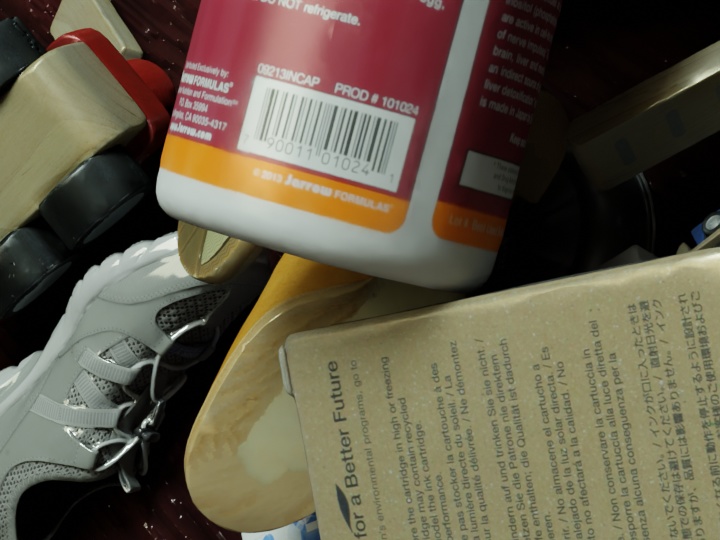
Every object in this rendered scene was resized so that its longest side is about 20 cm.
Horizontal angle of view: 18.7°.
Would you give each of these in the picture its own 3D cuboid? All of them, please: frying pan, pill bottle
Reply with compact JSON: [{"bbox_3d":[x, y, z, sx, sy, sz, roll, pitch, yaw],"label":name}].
[{"bbox_3d":[0.040,-0.016,0.883,0.190,0.031,0.116,26,88,45],"label":"frying pan"},{"bbox_3d":[0.011,-0.102,0.692,0.113,0.112,0.201,18,93,48],"label":"pill bottle"}]

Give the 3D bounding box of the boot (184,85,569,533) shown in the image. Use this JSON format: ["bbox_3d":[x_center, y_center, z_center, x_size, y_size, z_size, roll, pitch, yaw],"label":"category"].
[{"bbox_3d":[0.000,-0.001,0.826,0.202,0.071,0.144,-52,16,1],"label":"boot"}]

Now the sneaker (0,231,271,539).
[{"bbox_3d":[-0.103,0.057,0.966,0.200,0.074,0.082,-42,60,28],"label":"sneaker"}]

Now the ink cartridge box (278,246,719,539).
[{"bbox_3d":[0.076,0.102,0.679,0.164,0.075,0.202,-11,88,33],"label":"ink cartridge box"}]

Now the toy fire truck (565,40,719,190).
[{"bbox_3d":[0.134,-0.134,0.722,0.128,0.176,0.201,4,65,45],"label":"toy fire truck"}]

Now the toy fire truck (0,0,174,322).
[{"bbox_3d":[-0.162,-0.055,1.045,0.176,0.200,0.129,-42,87,23],"label":"toy fire truck"}]

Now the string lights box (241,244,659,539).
[{"bbox_3d":[0.047,0.086,0.793,0.199,0.059,0.103,-31,53,30],"label":"string lights box"}]

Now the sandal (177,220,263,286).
[{"bbox_3d":[-0.028,-0.063,0.932,0.080,0.054,0.201,-48,17,32],"label":"sandal"}]

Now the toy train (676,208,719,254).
[{"bbox_3d":[0.186,-0.053,0.736,0.200,0.034,0.046,-39,34,13],"label":"toy train"}]
